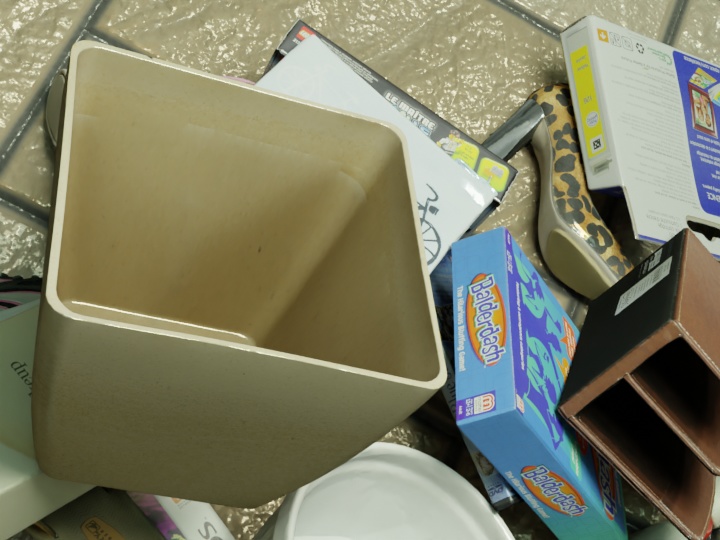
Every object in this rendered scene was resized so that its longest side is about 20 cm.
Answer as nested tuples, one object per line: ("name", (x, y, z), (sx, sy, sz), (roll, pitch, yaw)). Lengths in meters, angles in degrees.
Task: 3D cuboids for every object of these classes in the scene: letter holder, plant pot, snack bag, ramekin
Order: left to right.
("plant pot", (-0.091, 0.023, 0.725), (0.200, 0.177, 0.200), (13, 44, -21))
("snack bag", (-0.027, -0.052, 0.892), (0.189, 0.021, 0.200), (41, 61, 0))
("ramekin", (0.010, 0.222, 0.835), (0.200, 0.105, 0.200), (24, 44, -25))
("letter holder", (0.234, 0.079, 0.914), (0.142, 0.101, 0.200), (47, 25, -3))

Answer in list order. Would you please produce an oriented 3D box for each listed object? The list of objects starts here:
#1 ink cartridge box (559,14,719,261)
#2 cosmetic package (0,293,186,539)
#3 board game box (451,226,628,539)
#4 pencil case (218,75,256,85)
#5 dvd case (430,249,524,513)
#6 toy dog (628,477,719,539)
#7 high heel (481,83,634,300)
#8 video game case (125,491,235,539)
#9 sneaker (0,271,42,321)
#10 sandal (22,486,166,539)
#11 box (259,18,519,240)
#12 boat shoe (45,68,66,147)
("ink cartridge box", (0.260, -0.096, 1.083), (0.197, 0.047, 0.200), (12, 65, -38))
("cosmetic package", (-0.197, 0.086, 0.791), (0.104, 0.073, 0.200), (45, 43, 15))
("board game box", (0.127, 0.089, 0.907), (0.200, 0.045, 0.152), (49, 31, -42))
("pencil case", (-0.110, -0.049, 0.929), (0.086, 0.083, 0.200), (20, 53, -16))
("dvd case", (0.087, 0.073, 0.951), (0.143, 0.018, 0.200), (5, 58, -65))
("toy dog", (0.240, 0.199, 0.959), (0.132, 0.096, 0.200), (35, 62, -3))
("high heel", (0.195, -0.064, 1.064), (0.200, 0.071, 0.143), (45, 64, 9))
("video game case", (-0.147, 0.250, 0.838), (0.200, 0.036, 0.181), (-34, 81, -27))
("sneaker", (-0.258, 0.026, 0.869), (0.200, 0.080, 0.086), (-17, 64, -30))
("sandal", (-0.199, 0.138, 0.830), (0.200, 0.054, 0.080), (33, 56, 22))
("box", (0.012, -0.098, 0.991), (0.200, 0.110, 0.035), (34, 62, -3))
("boat shoe", (-0.178, -0.070, 0.913), (0.057, 0.067, 0.200), (8, 42, -30))
